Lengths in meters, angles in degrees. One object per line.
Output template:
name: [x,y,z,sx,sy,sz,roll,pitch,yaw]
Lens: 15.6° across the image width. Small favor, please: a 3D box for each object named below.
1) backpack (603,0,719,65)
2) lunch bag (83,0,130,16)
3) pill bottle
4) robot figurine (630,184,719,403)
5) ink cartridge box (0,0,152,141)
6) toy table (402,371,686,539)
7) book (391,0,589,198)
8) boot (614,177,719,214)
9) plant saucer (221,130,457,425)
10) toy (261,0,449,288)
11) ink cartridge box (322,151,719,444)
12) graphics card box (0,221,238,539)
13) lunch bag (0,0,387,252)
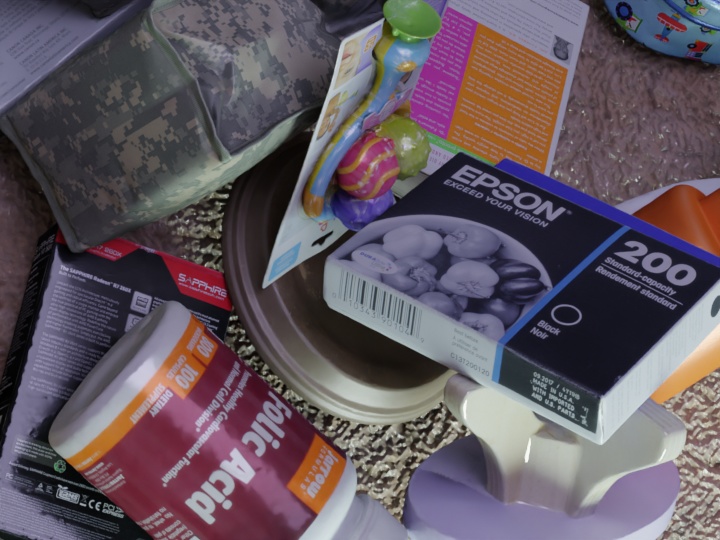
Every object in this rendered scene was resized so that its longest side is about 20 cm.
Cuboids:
backpack: [0.254,-0.252,1.830,0.182,0.134,0.201,9,77,-21]
lunch bag: [-0.120,-0.260,1.544,0.199,0.164,0.118,-29,74,9]
pill bottle: [-0.075,0.123,1.542,0.200,0.114,0.114,43,64,-11]
robot figurine: [0.190,0.024,1.704,0.200,0.144,0.117,-34,101,18]
ink cartridge box: [-0.253,-0.186,1.641,0.200,0.057,0.162,42,63,13]
toy table: [0.119,0.097,1.593,0.183,0.118,0.200,30,33,30]
book: [0.072,-0.127,1.744,0.133,0.048,0.201,28,55,-15]
boot: [0.237,-0.008,1.794,0.199,0.074,0.096,-12,76,-27]
plant saucer: [0.000,0.000,1.682,0.199,0.029,0.201,17,60,-32]
toy: [0.011,-0.074,1.573,0.047,0.201,0.115,35,44,20]
ink cartridge box: [0.114,-0.001,1.568,0.197,0.044,0.200,26,42,25]
graphics card box: [-0.158,0.083,1.605,0.125,0.051,0.201,19,69,-20]
lunch bag: [-0.089,-0.115,1.595,0.200,0.164,0.118,-31,92,-46]
